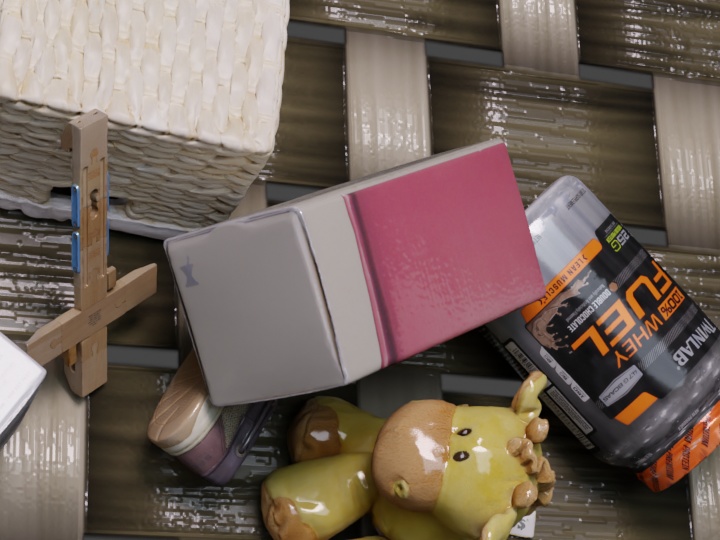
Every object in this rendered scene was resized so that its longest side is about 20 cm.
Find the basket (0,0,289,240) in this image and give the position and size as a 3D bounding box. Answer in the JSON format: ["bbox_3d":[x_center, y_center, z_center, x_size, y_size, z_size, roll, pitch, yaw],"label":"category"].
[{"bbox_3d":[-0.156,-0.144,1.238,0.196,0.161,0.202,11,69,-16],"label":"basket"}]

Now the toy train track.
[{"bbox_3d":[-0.175,-0.011,1.178,0.032,0.202,0.114,28,41,27],"label":"toy train track"}]

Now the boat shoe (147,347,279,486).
[{"bbox_3d":[-0.066,0.055,1.250,0.065,0.072,0.201,52,47,-23],"label":"boat shoe"}]

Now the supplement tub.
[{"bbox_3d":[0.166,0.045,1.302,0.200,0.123,0.122,46,63,1],"label":"supplement tub"}]

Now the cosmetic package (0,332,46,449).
[{"bbox_3d":[-0.291,0.037,1.155,0.199,0.102,0.074,38,63,-2],"label":"cosmetic package"}]

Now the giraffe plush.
[{"bbox_3d":[0.050,0.139,1.202,0.198,0.162,0.174,-4,72,-20],"label":"giraffe plush"}]

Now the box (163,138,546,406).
[{"bbox_3d":[0.000,0.000,1.189,0.199,0.127,0.110,-21,96,-45],"label":"box"}]
